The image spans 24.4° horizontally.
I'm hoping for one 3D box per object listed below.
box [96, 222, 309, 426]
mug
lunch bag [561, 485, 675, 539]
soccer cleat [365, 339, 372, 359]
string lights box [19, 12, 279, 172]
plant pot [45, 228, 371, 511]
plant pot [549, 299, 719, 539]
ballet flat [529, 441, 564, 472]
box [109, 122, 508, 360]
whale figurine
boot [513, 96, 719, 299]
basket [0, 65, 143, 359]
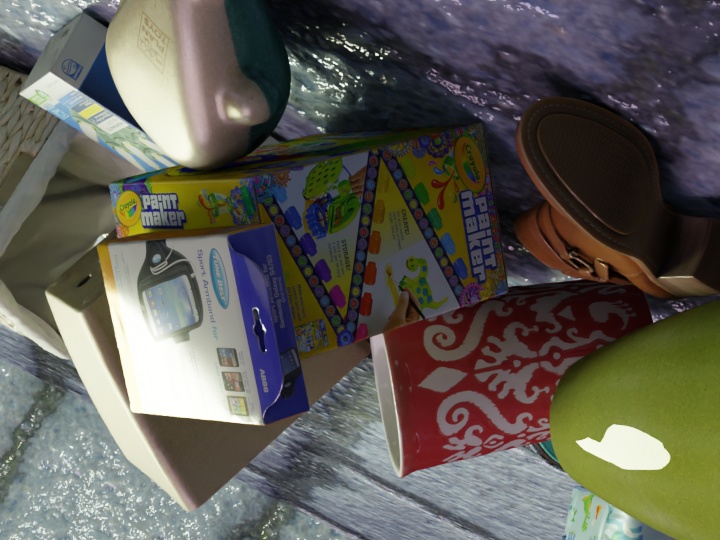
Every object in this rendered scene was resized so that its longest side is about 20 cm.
[{"bbox_3d":[-0.097,0.034,1.062,0.041,0.120,0.199,-16,-172,-36],"label":"box"},{"bbox_3d":[0.111,0.064,1.261,0.198,0.135,0.178,-9,-161,-4],"label":"mug"},{"bbox_3d":[0.310,0.284,1.753,0.159,0.083,0.200,14,176,-11],"label":"lunch bag"},{"bbox_3d":[-0.046,0.018,1.605,0.199,0.068,0.073,34,-173,-35],"label":"soccer cleat"},{"bbox_3d":[-0.165,-0.121,1.339,0.199,0.059,0.103,33,164,-19],"label":"string lights box"},{"bbox_3d":[-0.146,0.047,1.384,0.178,0.199,0.200,54,166,-19],"label":"plant pot"},{"bbox_3d":[0.227,0.102,1.095,0.187,0.188,0.199,36,157,-31],"label":"plant pot"},{"bbox_3d":[0.210,0.170,1.644,0.200,0.075,0.074,38,161,-29],"label":"ballet flat"},{"bbox_3d":[-0.038,-0.023,1.159,0.191,0.123,0.199,-16,-169,-35],"label":"box"},{"bbox_3d":[-0.094,-0.159,1.074,0.159,0.103,0.201,46,148,24],"label":"whale figurine"},{"bbox_3d":[0.146,-0.044,1.093,0.199,0.077,0.155,26,170,-26],"label":"boot"},{"bbox_3d":[-0.309,-0.059,1.524,0.160,0.199,0.200,23,165,25],"label":"basket"}]
